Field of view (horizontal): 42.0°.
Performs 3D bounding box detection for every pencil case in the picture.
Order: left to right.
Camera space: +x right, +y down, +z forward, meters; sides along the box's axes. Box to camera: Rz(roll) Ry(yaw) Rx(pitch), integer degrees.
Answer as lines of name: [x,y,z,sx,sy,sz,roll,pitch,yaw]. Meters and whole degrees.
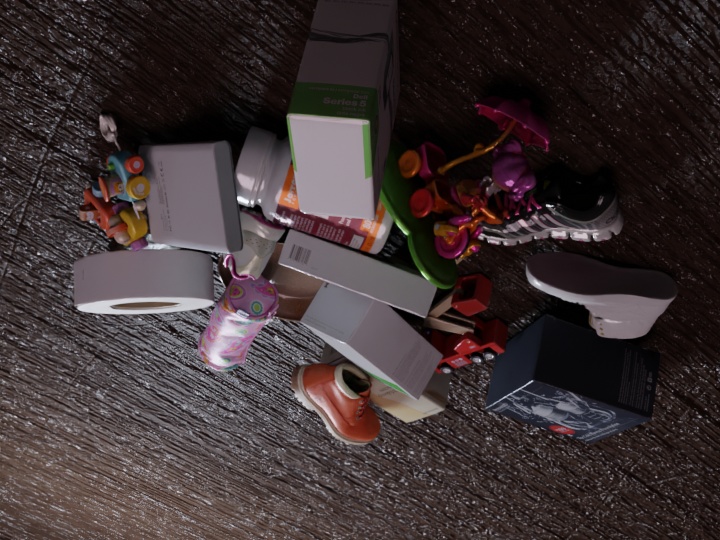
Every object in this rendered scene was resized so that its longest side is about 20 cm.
pencil case: [-0.187,0.080,1.426,0.087,0.088,0.200,23,143,-12]

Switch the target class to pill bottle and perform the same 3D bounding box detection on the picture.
pill bottle: [-0.055,-0.102,1.164,0.199,0.115,0.114,18,145,-6]

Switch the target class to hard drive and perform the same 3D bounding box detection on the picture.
hard drive: [-0.217,-0.094,1.180,0.200,0.026,0.133,8,108,51]

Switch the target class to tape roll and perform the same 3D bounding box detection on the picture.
tape roll: [-0.317,0.019,1.383,0.201,0.071,0.202,-3,173,0]

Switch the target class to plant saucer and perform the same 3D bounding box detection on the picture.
plant saucer: [-0.113,0.007,1.403,0.199,0.037,0.201,9,144,7]

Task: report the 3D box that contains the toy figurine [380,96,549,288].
toy figurine: [0.132,-0.107,1.052,0.184,0.201,0.150,-33,146,32]

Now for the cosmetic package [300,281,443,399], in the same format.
cosmetic package: [0.020,0.099,1.364,0.107,0.085,0.200,21,166,45]

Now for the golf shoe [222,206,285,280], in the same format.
golf shoe: [-0.167,-0.038,1.259,0.075,0.092,0.200,18,179,-22]

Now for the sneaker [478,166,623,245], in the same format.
sneaker: [0.218,-0.083,1.134,0.199,0.074,0.088,1,142,11]

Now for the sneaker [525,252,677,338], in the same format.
sneaker: [0.312,0.043,1.272,0.199,0.074,0.116,12,142,1]

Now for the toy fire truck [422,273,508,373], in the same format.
toy fire truck: [0.144,0.085,1.409,0.141,0.049,0.200,36,140,-27]

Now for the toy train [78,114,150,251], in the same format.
toy train: [-0.342,-0.103,1.259,0.150,0.055,0.200,48,145,21]

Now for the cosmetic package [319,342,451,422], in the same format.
cosmetic package: [0.041,0.167,1.539,0.200,0.071,0.105,33,142,-24]

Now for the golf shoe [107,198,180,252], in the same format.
golf shoe: [-0.274,-0.069,1.346,0.199,0.079,0.097,-19,157,39]

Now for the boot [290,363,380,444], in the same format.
boot: [-0.012,0.214,1.501,0.107,0.075,0.200,-16,135,33]

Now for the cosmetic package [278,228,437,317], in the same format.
cosmetic package: [0.000,0.000,1.235,0.199,0.052,0.151,20,-179,1]

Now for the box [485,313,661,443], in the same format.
box: [0.307,0.165,1.383,0.181,0.105,0.200,19,157,-5]

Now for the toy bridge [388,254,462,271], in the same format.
toy bridge: [0.107,-0.032,1.279,0.067,0.027,0.200,26,144,-17]

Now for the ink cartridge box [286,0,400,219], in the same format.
ink cartridge box: [-0.012,-0.177,0.973,0.084,0.201,0.146,6,145,8]
